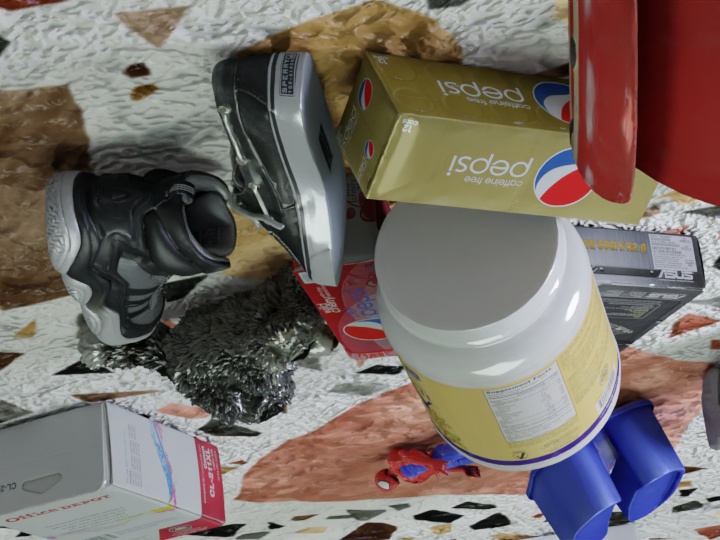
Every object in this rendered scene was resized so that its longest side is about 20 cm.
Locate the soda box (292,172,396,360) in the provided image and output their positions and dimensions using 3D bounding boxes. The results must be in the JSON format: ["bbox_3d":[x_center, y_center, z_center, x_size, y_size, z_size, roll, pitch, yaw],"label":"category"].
[{"bbox_3d":[0.000,0.000,1.380,0.063,0.071,0.200,-8,158,8],"label":"soda box"}]

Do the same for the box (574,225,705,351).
[{"bbox_3d":[0.144,0.018,1.496,0.198,0.049,0.158,4,156,-22],"label":"box"}]

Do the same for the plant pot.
[{"bbox_3d":[0.196,-0.124,0.970,0.181,0.202,0.201,-1,159,6],"label":"plant pot"}]

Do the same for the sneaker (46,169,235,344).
[{"bbox_3d":[-0.135,-0.008,1.292,0.113,0.076,0.200,-6,156,6],"label":"sneaker"}]

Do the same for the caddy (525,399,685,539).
[{"bbox_3d":[0.237,0.195,1.897,0.141,0.105,0.200,-28,161,-10],"label":"caddy"}]

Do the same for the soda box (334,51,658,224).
[{"bbox_3d":[0.089,-0.080,1.185,0.198,0.068,0.064,4,127,-26],"label":"soda box"}]

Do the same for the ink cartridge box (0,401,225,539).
[{"bbox_3d":[-0.237,0.195,1.777,0.145,0.084,0.200,-16,157,22],"label":"ink cartridge box"}]

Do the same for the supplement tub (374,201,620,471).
[{"bbox_3d":[0.093,0.034,1.297,0.144,0.147,0.200,-11,147,11],"label":"supplement tub"}]

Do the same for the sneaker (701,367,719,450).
[{"bbox_3d":[0.385,0.112,1.762,0.113,0.076,0.200,-1,155,-7],"label":"sneaker"}]

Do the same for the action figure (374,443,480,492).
[{"bbox_3d":[0.091,0.185,1.902,0.199,0.052,0.065,-21,158,37],"label":"action figure"}]

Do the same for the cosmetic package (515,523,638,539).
[{"bbox_3d":[0.249,0.369,2.395,0.198,0.052,0.151,-8,156,3],"label":"cosmetic package"}]

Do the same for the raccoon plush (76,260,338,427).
[{"bbox_3d":[-0.117,0.052,1.459,0.198,0.098,0.134,-3,150,-7],"label":"raccoon plush"}]

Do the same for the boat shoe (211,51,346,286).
[{"bbox_3d":[-0.051,-0.059,1.197,0.067,0.074,0.200,0,149,11],"label":"boat shoe"}]
